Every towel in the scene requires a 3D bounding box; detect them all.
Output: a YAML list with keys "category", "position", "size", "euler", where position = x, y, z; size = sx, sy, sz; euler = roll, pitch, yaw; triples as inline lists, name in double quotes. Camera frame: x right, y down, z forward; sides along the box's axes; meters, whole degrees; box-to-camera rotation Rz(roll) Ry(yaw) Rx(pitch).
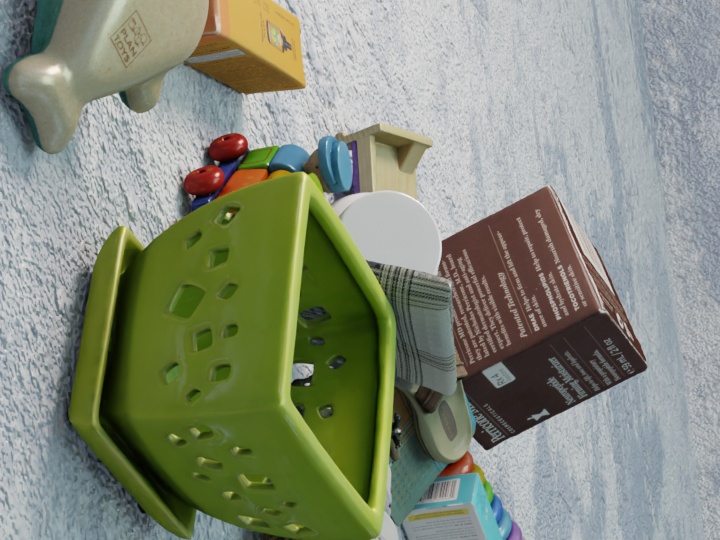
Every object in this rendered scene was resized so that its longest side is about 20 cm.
- category: "towel"
  position: [0.038, 0.130, 2.006]
  size: [0.147, 0.022, 0.201]
  euler: [-47, 133, -26]
- category: "towel"
  position: [-0.015, 0.040, 1.676]
  size: [0.200, 0.191, 0.035]
  euler: [81, 24, -64]

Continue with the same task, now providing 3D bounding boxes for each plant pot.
- category: "plant pot"
  position: [-0.093, 0.074, 1.505]
  size: [0.199, 0.180, 0.201]
  euler: [58, 28, -49]

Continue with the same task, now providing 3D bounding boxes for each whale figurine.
- category: "whale figurine"
  position: [-0.195, -0.176, 1.494]
  size: [0.200, 0.103, 0.160]
  euler: [-56, 140, -29]

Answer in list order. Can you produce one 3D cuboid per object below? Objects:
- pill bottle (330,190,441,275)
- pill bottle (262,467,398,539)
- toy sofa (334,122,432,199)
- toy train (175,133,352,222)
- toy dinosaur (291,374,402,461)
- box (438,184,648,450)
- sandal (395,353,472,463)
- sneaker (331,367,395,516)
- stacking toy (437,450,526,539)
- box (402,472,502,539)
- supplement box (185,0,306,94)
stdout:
- category: "pill bottle"
  position: [0.000, 0.000, 1.779]
  size: [0.200, 0.119, 0.121]
  euler: [136, -51, -73]
- category: "pill bottle"
  position: [-0.027, 0.244, 1.721]
  size: [0.115, 0.114, 0.201]
  euler: [62, 26, -43]
- category: "toy sofa"
  position: [0.017, -0.035, 2.061]
  size: [0.083, 0.097, 0.202]
  euler: [12, 69, -45]
- category: "toy train"
  position: [-0.081, -0.048, 1.698]
  size: [0.200, 0.115, 0.085]
  euler: [-63, 139, -61]
- category: "toy dinosaur"
  position: [-0.012, 0.121, 1.770]
  size: [0.199, 0.088, 0.048]
  euler: [25, 68, -37]
- category: "box"
  position: [0.163, 0.051, 2.174]
  size: [0.166, 0.199, 0.165]
  euler: [44, 21, -56]
- category: "sandal"
  position: [0.075, 0.104, 1.977]
  size: [0.080, 0.057, 0.202]
  euler: [-47, 132, -25]
- category: "sneaker"
  position: [0.011, 0.186, 1.893]
  size: [0.087, 0.074, 0.202]
  euler: [20, 66, -55]
- category: "stacking toy"
  position: [0.107, 0.233, 2.189]
  size: [0.086, 0.085, 0.201]
  euler: [-68, 139, -57]
- category: "box"
  position: [0.108, 0.301, 2.140]
  size: [0.049, 0.082, 0.201]
  euler: [-74, 149, -53]
- category: "supplement box"
  position: [-0.110, -0.201, 1.766]
  size: [0.200, 0.068, 0.067]
  euler: [21, 62, -67]
